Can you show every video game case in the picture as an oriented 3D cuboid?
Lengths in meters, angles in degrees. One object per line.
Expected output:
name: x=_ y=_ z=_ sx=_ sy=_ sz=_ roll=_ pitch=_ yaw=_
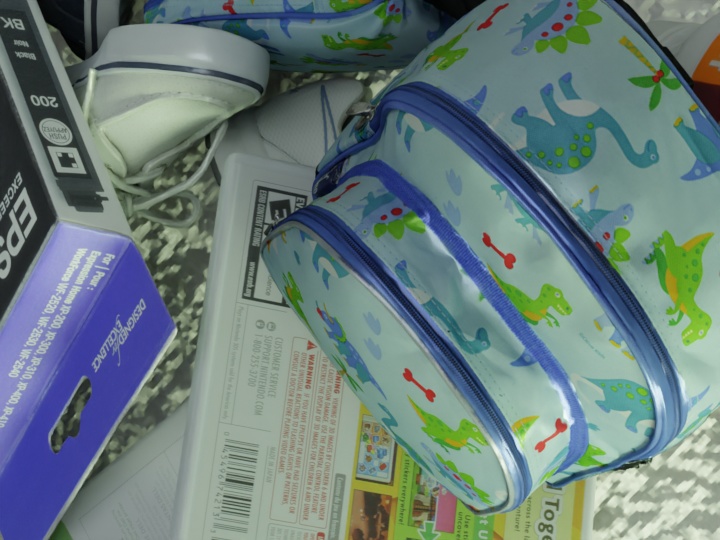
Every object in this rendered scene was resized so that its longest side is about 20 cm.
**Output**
video game case: x=0.016 y=0.062 z=0.805 sx=0.180 sy=0.023 sz=0.202 roll=11 pitch=71 yaw=-12

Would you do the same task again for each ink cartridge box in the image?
ink cartridge box: x=-0.086 y=0.137 z=0.871 sx=0.200 sy=0.059 sz=0.104 roll=-39 pitch=76 yaw=25
ink cartridge box: x=-0.166 y=0.007 z=0.846 sx=0.199 sy=0.043 sz=0.201 roll=-55 pitch=50 yaw=40

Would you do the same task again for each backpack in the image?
backpack: x=0.062 y=0.000 z=0.716 sx=0.147 sy=0.200 sz=0.183 roll=-39 pitch=88 yaw=-19
backpack: x=-0.010 y=-0.149 z=0.832 sx=0.199 sy=0.163 sz=0.155 roll=22 pitch=105 yaw=25

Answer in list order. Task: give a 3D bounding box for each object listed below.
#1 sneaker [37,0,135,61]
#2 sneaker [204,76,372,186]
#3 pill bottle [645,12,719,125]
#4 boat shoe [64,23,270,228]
sneaker: x=-0.137 y=-0.174 z=0.843 sx=0.078 sy=0.201 sz=0.079 roll=7 pitch=52 yaw=-2
sneaker: x=0.000 y=0.000 z=0.860 sx=0.086 sy=0.074 sz=0.202 roll=-26 pitch=79 yaw=8
pill bottle: x=0.189 y=-0.047 z=0.750 sx=0.199 sy=0.112 sz=0.114 roll=17 pitch=91 yaw=47
boat shoe: x=-0.111 y=-0.053 z=0.850 sx=0.201 sy=0.074 sz=0.087 roll=-9 pitch=71 yaw=52
